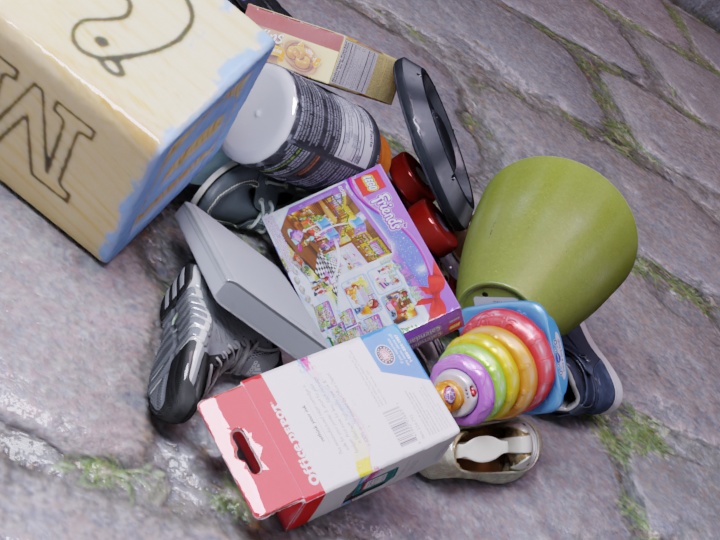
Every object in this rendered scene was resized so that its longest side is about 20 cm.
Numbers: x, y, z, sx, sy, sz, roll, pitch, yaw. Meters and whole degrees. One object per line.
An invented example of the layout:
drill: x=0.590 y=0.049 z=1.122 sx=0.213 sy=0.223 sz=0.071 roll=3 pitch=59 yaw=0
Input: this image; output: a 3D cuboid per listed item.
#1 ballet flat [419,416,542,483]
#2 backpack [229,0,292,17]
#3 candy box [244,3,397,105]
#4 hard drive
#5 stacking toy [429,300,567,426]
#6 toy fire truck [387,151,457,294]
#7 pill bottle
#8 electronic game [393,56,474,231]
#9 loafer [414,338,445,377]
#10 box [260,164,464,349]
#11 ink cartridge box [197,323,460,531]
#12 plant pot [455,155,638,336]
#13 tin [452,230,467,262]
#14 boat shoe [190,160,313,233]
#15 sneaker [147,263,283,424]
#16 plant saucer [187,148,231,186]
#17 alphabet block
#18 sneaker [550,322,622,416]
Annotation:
ballet flat: x=0.132 y=0.178 z=1.337 sx=0.200 sy=0.062 sz=0.068 roll=-1 pitch=82 yaw=-46
backpack: x=-0.175 y=-0.289 z=1.576 sx=0.200 sy=0.151 sz=0.177 roll=52 pitch=24 yaw=9
candy box: x=-0.040 y=-0.229 z=1.461 sx=0.115 sy=0.055 sz=0.200 roll=21 pitch=8 yaw=19
hard drive: x=-0.101 y=0.013 z=1.262 sx=0.132 sy=0.026 sz=0.200 roll=38 pitch=6 yaw=-28
stacking toy: x=0.104 y=0.106 z=1.289 sx=0.200 sy=0.110 sz=0.116 roll=-21 pitch=102 yaw=-53
toy fire truck: x=0.064 y=-0.023 z=1.533 sx=0.168 sy=0.112 sz=0.200 roll=40 pitch=21 yaw=-41
pill bottle: x=-0.049 y=-0.136 z=1.410 sx=0.200 sy=0.106 sz=0.106 roll=19 pitch=32 yaw=-54
electronic game: x=0.079 y=-0.138 z=1.491 sx=0.200 sy=0.042 sz=0.200 roll=-20 pitch=90 yaw=-78
loafer: x=0.013 y=0.055 z=1.395 sx=0.072 sy=0.073 sz=0.200 roll=-30 pitch=65 yaw=-31
box: x=0.000 y=0.000 z=1.354 sx=0.039 sy=0.137 sz=0.200 roll=72 pitch=-7 yaw=-56
ink cartridge box: x=-0.032 y=0.136 z=1.141 sx=0.200 sy=0.067 sz=0.116 roll=-19 pitch=66 yaw=-28
plant pot: x=0.178 y=0.004 z=1.451 sx=0.187 sy=0.187 sz=0.200 roll=40 pitch=39 yaw=2
tin: x=0.197 y=0.007 z=1.713 sx=0.200 sy=0.042 sz=0.112 roll=42 pitch=32 yaw=6
boat shoe: x=-0.103 y=-0.074 z=1.428 sx=0.062 sy=0.073 sz=0.200 roll=43 pitch=22 yaw=17
sneaker: x=-0.116 y=0.077 z=1.184 sx=0.115 sy=0.075 sz=0.200 roll=31 pitch=27 yaw=-20
plant saucer: x=-0.225 y=-0.147 z=1.424 sx=0.201 sy=0.039 sz=0.201 roll=30 pitch=29 yaw=-19
alphabet block: x=-0.229 y=-0.166 z=1.224 sx=0.200 sy=0.196 sz=0.195 roll=38 pitch=49 yaw=0
sneaker: x=0.206 y=0.083 z=1.564 sx=0.146 sy=0.077 sz=0.202 roll=-1 pitch=48 yaw=-55
